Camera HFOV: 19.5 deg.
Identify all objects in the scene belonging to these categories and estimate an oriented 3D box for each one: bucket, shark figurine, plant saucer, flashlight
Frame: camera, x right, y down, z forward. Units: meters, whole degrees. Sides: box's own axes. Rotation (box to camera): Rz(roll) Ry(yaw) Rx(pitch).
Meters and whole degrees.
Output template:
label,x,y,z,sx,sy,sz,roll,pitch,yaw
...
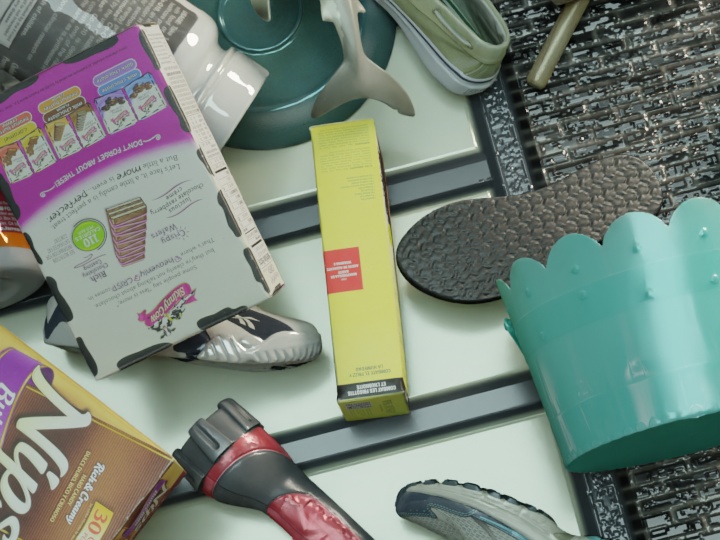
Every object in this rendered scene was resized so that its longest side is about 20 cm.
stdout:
label,x,y,z,sx,sy,sz,roll,pitch,yaw
bucket,0.203,0.046,1.378,0.207,0.207,0.135,-13,76,1
shark figurine,-0.024,-0.212,1.475,0.089,0.128,0.215,-15,53,-37
plant saucer,-0.074,-0.188,1.553,0.199,0.027,0.201,-2,74,5
flashlight,-0.039,0.175,1.429,0.200,0.068,0.068,43,81,15

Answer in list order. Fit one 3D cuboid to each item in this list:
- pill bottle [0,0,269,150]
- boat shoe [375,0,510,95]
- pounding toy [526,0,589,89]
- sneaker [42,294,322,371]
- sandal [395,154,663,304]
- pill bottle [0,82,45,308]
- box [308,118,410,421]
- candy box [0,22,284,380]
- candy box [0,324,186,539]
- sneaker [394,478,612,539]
label,x,y,z,sx,sy,sz,roll,pitch,yaw
pill bottle,-0.172,-0.155,1.465,0.200,0.113,0.113,34,80,-6
boat shoe,0.041,-0.220,1.522,0.072,0.062,0.200,-33,79,-38
pounding toy,0.179,-0.270,1.511,0.184,0.142,0.200,-20,76,-15
sneaker,-0.121,0.001,1.477,0.199,0.079,0.130,4,84,17
sandal,0.121,-0.022,1.485,0.200,0.048,0.075,-17,72,-13
pill bottle,-0.299,-0.074,1.497,0.113,0.113,0.201,-16,73,1
box,0.000,0.000,1.471,0.050,0.075,0.201,-6,75,4
candy box,-0.155,-0.047,1.392,0.136,0.061,0.200,-25,93,11
candy box,-0.228,0.115,1.373,0.200,0.056,0.117,35,80,11
sneaker,0.109,0.203,1.405,0.200,0.078,0.087,22,81,11
